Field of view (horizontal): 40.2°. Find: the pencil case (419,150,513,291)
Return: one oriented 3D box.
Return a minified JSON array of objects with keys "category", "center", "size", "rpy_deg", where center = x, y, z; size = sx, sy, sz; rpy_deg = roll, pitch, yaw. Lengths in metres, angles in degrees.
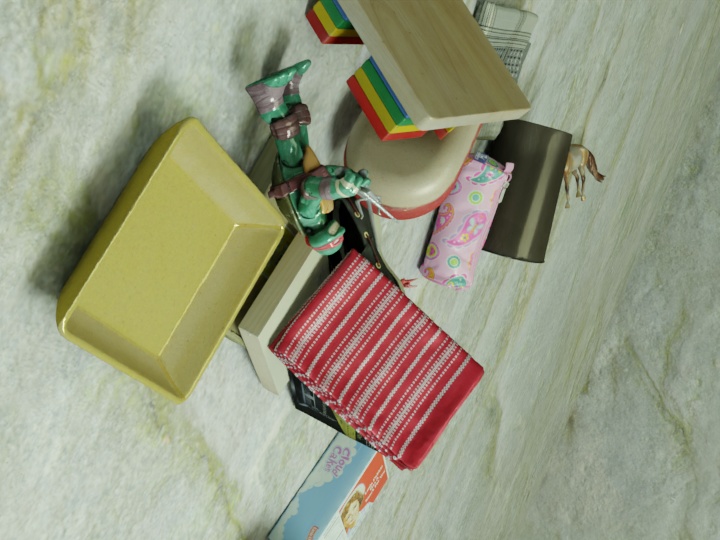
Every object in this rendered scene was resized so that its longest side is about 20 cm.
[{"category":"pencil case","center":[0.153,-0.072,1.421],"size":[0.087,0.087,0.200],"rpy_deg":[-2,113,-64]}]

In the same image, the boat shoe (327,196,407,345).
[{"category":"boat shoe","center":[-0.002,0.001,1.080],"size":[0.063,0.074,0.202],"rpy_deg":[-3,72,-45]}]

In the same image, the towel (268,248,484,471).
[{"category":"towel","center":[0.022,0.094,1.025],"size":[0.145,0.200,0.022],"rpy_deg":[-50,-172,-17]}]

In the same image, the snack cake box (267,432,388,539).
[{"category":"snack cake box","center":[-0.041,0.333,1.397],"size":[0.200,0.067,0.115],"rpy_deg":[-53,151,-29]}]

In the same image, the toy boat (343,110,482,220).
[{"category":"toy boat","center":[0.061,-0.134,1.103],"size":[0.131,0.130,0.200],"rpy_deg":[87,25,-55]}]

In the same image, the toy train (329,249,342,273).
[{"category":"toy train","center":[-0.008,0.047,1.181],"size":[0.034,0.046,0.200],"rpy_deg":[-50,131,-41]}]

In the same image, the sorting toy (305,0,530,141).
[{"category":"sorting toy","center":[0.050,-0.218,0.979],"size":[0.070,0.200,0.199],"rpy_deg":[-39,167,36]}]

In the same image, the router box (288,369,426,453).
[{"category":"router box","center":[-0.003,0.149,1.150],"size":[0.052,0.157,0.200],"rpy_deg":[-59,169,-21]}]

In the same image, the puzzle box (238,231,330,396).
[{"category":"puzzle box","center":[-0.076,0.048,1.071],"size":[0.133,0.025,0.200],"rpy_deg":[-60,167,-21]}]

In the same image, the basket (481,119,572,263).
[{"category":"basket","center":[0.244,-0.126,1.512],"size":[0.180,0.136,0.201],"rpy_deg":[-26,131,-76]}]

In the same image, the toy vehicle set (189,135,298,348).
[{"category":"toy vehicle set","center":[-0.100,-0.029,0.999],"size":[0.200,0.026,0.124],"rpy_deg":[-62,156,-11]}]

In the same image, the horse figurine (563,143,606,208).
[{"category":"horse figurine","center":[0.398,-0.190,1.858],"size":[0.200,0.050,0.133],"rpy_deg":[-22,114,-48]}]

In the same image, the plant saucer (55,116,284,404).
[{"category":"plant saucer","center":[-0.165,-0.007,0.846],"size":[0.200,0.048,0.200],"rpy_deg":[-61,151,-13]}]

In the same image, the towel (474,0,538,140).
[{"category":"towel","center":[0.186,-0.272,1.376],"size":[0.200,0.034,0.193],"rpy_deg":[-16,125,-61]}]

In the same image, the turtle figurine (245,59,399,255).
[{"category":"turtle figurine","center":[-0.039,-0.089,0.908],"size":[0.150,0.100,0.200],"rpy_deg":[-113,180,-76]}]

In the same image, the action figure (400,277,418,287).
[{"category":"action figure","center":[0.024,0.075,1.265],"size":[0.065,0.099,0.200],"rpy_deg":[-80,170,-47]}]
